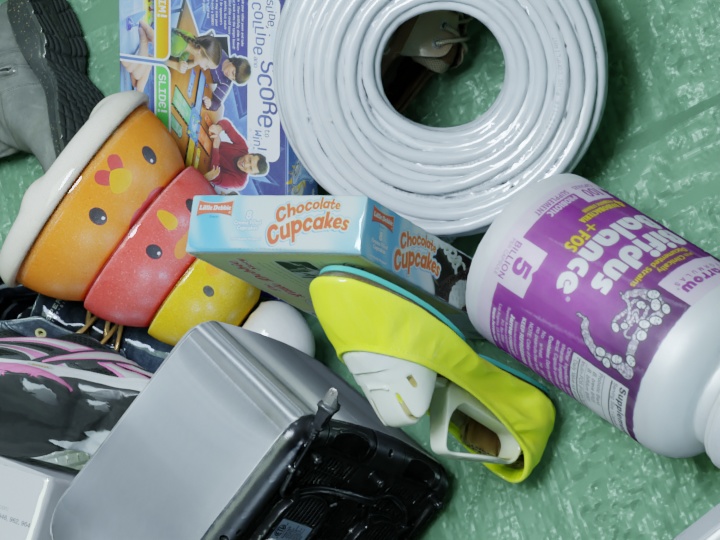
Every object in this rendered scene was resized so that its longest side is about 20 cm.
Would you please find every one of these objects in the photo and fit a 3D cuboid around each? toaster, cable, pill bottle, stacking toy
[{"bbox_3d":[-0.059,0.136,1.447,0.119,0.181,0.200,42,99,33],"label":"toaster"},{"bbox_3d":[0.046,-0.120,1.466,0.200,0.069,0.200,-35,98,9],"label":"cable"},{"bbox_3d":[0.165,0.036,1.389,0.200,0.112,0.112,34,94,32],"label":"pill bottle"},{"bbox_3d":[-0.109,-0.003,1.524,0.200,0.146,0.146,35,96,0],"label":"stacking toy"}]

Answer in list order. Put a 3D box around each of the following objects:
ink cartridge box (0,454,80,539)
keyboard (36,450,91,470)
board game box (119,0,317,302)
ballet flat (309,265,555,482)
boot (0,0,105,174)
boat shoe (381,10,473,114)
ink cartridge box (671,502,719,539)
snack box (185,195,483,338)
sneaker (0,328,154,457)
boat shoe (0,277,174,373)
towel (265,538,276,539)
[{"bbox_3d":[-0.208,0.221,1.526,0.084,0.145,0.200,14,86,31],"label":"ink cartridge box"},{"bbox_3d":[-0.135,0.108,1.599,0.200,0.011,0.056,-15,69,26],"label":"keyboard"},{"bbox_3d":[-0.091,-0.088,1.566,0.135,0.034,0.200,11,108,32],"label":"board game box"},{"bbox_3d":[0.042,0.066,1.399,0.067,0.200,0.067,-5,62,42],"label":"ballet flat"},{"bbox_3d":[-0.237,-0.091,1.690,0.131,0.068,0.200,-36,56,24],"label":"boot"},{"bbox_3d":[0.040,-0.154,1.541,0.200,0.076,0.072,-50,62,19],"label":"boat shoe"},{"bbox_3d":[0.205,0.207,1.304,0.200,0.086,0.147,-40,88,16],"label":"ink cartridge box"},{"bbox_3d":[0.000,0.000,1.440,0.116,0.200,0.037,1,75,30],"label":"snack box"},{"bbox_3d":[-0.153,0.076,1.523,0.080,0.200,0.086,-60,23,24],"label":"sneaker"},{"bbox_3d":[-0.167,0.042,1.581,0.200,0.091,0.071,6,65,31],"label":"boat shoe"},{"bbox_3d":[-0.049,0.261,1.410,0.200,0.192,0.035,-52,39,7],"label":"towel"}]
